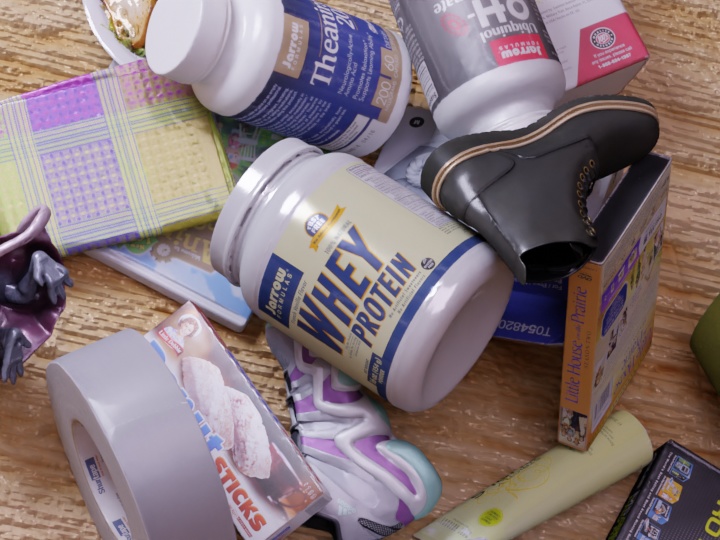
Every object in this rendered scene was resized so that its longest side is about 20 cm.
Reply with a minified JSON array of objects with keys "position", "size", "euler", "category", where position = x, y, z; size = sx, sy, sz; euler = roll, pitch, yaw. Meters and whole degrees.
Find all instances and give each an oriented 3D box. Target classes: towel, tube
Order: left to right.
[{"position":[-0.202,-0.089,1.753],"size":[0.200,0.023,0.144],"euler":[-16,82,-10],"category":"towel"},{"position":[0.142,0.176,1.748],"size":[0.200,0.058,0.052],"euler":[-27,70,-21],"category":"tube"}]

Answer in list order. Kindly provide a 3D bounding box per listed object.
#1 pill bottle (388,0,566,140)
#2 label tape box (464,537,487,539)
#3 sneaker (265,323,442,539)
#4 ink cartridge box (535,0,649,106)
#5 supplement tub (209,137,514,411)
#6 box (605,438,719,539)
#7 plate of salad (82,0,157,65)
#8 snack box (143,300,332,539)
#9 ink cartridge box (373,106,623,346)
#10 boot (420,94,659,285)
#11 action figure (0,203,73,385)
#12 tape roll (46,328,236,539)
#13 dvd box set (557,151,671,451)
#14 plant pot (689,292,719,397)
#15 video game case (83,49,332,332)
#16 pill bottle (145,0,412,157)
[{"position":[0.098,-0.170,1.743],"size":[0.110,0.111,0.200],"euler":[-15,72,-17],"category":"pill bottle"},{"position":[0.063,0.248,1.642],"size":[0.200,0.143,0.066],"euler":[-11,72,-3],"category":"label tape box"},{"position":[-0.046,0.140,1.713],"size":[0.140,0.078,0.200],"euler":[-36,73,-14],"category":"sneaker"},{"position":[0.133,-0.228,1.874],"size":[0.147,0.086,0.200],"euler":[-22,76,-18],"category":"ink cartridge box"},{"position":[0.000,0.000,1.664],"size":[0.200,0.145,0.145],"euler":[32,67,19],"category":"supplement tub"},{"position":[0.266,0.261,1.755],"size":[0.160,0.044,0.200],"euler":[32,68,0],"category":"box"},{"position":[-0.133,-0.232,1.826],"size":[0.200,0.048,0.200],"euler":[7,61,-13],"category":"plate of salad"},{"position":[-0.105,0.120,1.694],"size":[0.072,0.024,0.200],"euler":[-38,65,3],"category":"snack box"},{"position":[0.096,-0.041,1.760],"size":[0.199,0.041,0.200],"euler":[9,52,17],"category":"ink cartridge box"},{"position":[0.164,-0.053,1.628],"size":[0.200,0.078,0.138],"euler":[-20,44,-20],"category":"boot"},{"position":[-0.322,0.005,1.660],"size":[0.200,0.149,0.134],"euler":[28,53,33],"category":"action figure"},{"position":[-0.163,0.147,1.617],"size":[0.066,0.200,0.201],"euler":[-23,77,-18],"category":"tape roll"},{"position":[0.200,0.024,1.725],"size":[0.029,0.200,0.146],"euler":[19,45,21],"category":"dvd box set"},{"position":[0.373,0.089,1.779],"size":[0.200,0.187,0.187],"euler":[41,67,20],"category":"plant pot"},{"position":[-0.146,-0.071,1.792],"size":[0.200,0.022,0.182],"euler":[27,68,-2],"category":"video game case"},{"position":[-0.066,-0.168,1.748],"size":[0.200,0.111,0.111],"euler":[16,66,-34],"category":"pill bottle"}]
